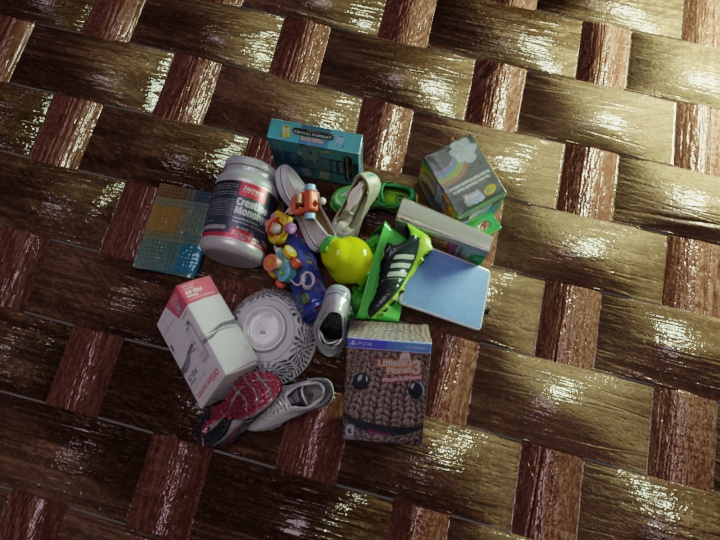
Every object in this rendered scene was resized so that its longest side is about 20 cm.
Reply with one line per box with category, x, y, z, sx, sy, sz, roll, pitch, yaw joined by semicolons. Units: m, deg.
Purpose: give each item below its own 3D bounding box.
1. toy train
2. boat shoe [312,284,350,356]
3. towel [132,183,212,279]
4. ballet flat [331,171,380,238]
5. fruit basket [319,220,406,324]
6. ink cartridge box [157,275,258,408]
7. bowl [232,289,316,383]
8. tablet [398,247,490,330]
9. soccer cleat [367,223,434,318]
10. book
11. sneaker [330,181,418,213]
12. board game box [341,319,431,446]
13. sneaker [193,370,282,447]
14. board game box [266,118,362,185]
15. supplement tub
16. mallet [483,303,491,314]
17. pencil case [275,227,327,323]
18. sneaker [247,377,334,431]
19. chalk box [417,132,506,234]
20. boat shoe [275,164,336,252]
toy train;-0.139;-0.066;1.096;0.147;0.055;0.207;-3;81;41
boat shoe;-0.061;0.115;1.075;0.071;0.203;0.068;10;46;3
towel;-0.404;-0.087;1.232;0.142;0.022;0.206;10;72;2
ballet flat;-0.025;-0.114;1.167;0.068;0.069;0.204;29;107;9
fruit basket;0.000;0.000;1.130;0.209;0.155;0.223;3;78;-14
ink cartridge box;-0.301;0.140;1.091;0.082;0.147;0.202;-18;67;-46
bowl;-0.187;0.126;1.130;0.194;0.094;0.207;0;74;0
tablet;0.174;0.032;1.136;0.195;0.014;0.134;19;75;-19
soccer cleat;0.062;0.001;1.065;0.080;0.068;0.202;36;69;2
book;0.168;-0.069;1.163;0.195;0.134;0.049;21;74;8
sneaker;0.029;-0.165;1.216;0.193;0.084;0.076;-3;74;0
board game box;0.048;0.210;1.058;0.154;0.097;0.207;3;104;2
sneaker;-0.226;0.262;1.063;0.198;0.074;0.082;-36;58;13
board game box;-0.093;-0.252;1.208;0.194;0.151;0.048;11;73;3
supplement tub;-0.250;-0.120;1.177;0.136;0.141;0.206;10;74;3
mallet;0.195;0.019;1.184;0.196;0.041;0.067;28;92;4
pencil case;-0.115;0.007;1.157;0.077;0.086;0.204;-34;62;21
sneaker;-0.148;0.259;1.097;0.195;0.081;0.078;-24;80;1
chalk box;0.223;-0.158;1.194;0.122;0.124;0.204;-25;76;-8
boat shoe;-0.109;-0.141;1.160;0.069;0.070;0.204;-34;76;37
